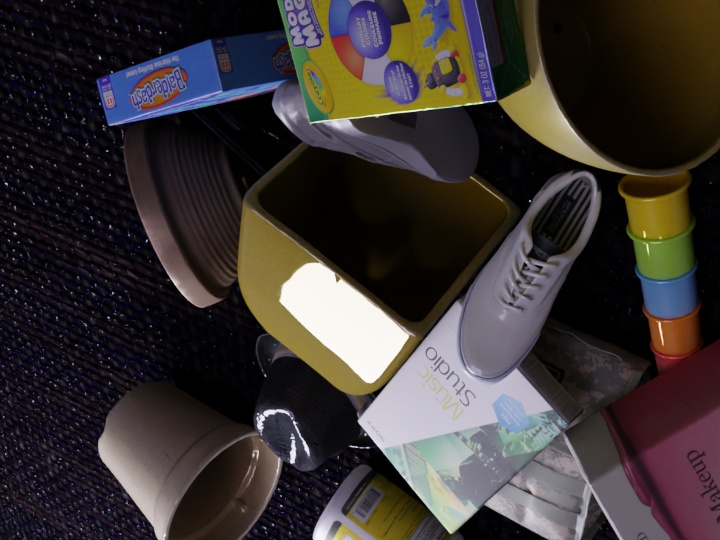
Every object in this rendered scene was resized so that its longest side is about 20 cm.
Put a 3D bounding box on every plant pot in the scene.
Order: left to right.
[{"bbox_3d":[-0.230,0.242,1.376,0.182,0.199,0.203,33,136,30],"label":"plant pot"},{"bbox_3d":[-0.159,-0.073,1.113,0.091,0.201,0.204,-22,109,7],"label":"plant pot"},{"bbox_3d":[0.000,0.000,1.016,0.194,0.194,0.201,36,142,10],"label":"plant pot"},{"bbox_3d":[0.168,-0.168,0.782,0.202,0.199,0.141,60,159,-15],"label":"plant pot"}]

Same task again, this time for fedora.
[{"bbox_3d":[-0.063,0.162,1.207,0.198,0.092,0.202,27,149,18],"label":"fedora"}]

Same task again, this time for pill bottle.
[{"bbox_3d":[0.051,0.329,1.257,0.198,0.112,0.113,34,135,13],"label":"pill bottle"}]

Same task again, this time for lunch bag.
[{"bbox_3d":[0.177,0.140,1.027,0.162,0.117,0.203,23,124,27],"label":"lunch bag"}]

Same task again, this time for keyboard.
[{"bbox_3d":[-0.131,-0.134,1.057,0.200,0.104,0.040,44,112,19],"label":"keyboard"}]

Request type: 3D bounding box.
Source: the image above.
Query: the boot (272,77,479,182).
[{"bbox_3d":[0.016,-0.128,0.932,0.094,0.198,0.075,7,81,42],"label":"boot"}]

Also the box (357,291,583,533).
[{"bbox_3d":[0.094,0.134,0.988,0.145,0.036,0.201,48,133,14],"label":"box"}]

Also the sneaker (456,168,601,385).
[{"bbox_3d":[0.138,-0.001,0.896,0.072,0.203,0.071,26,171,8],"label":"sneaker"}]

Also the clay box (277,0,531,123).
[{"bbox_3d":[0.013,-0.167,0.733,0.198,0.047,0.117,0,112,43],"label":"clay box"}]

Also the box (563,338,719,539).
[{"bbox_3d":[0.289,0.153,0.884,0.198,0.109,0.129,-32,102,7],"label":"box"}]

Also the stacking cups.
[{"bbox_3d":[0.265,0.013,0.909,0.060,0.061,0.203,2,123,36],"label":"stacking cups"}]

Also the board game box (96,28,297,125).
[{"bbox_3d":[-0.109,-0.177,0.955,0.150,0.199,0.046,-7,101,40],"label":"board game box"}]
